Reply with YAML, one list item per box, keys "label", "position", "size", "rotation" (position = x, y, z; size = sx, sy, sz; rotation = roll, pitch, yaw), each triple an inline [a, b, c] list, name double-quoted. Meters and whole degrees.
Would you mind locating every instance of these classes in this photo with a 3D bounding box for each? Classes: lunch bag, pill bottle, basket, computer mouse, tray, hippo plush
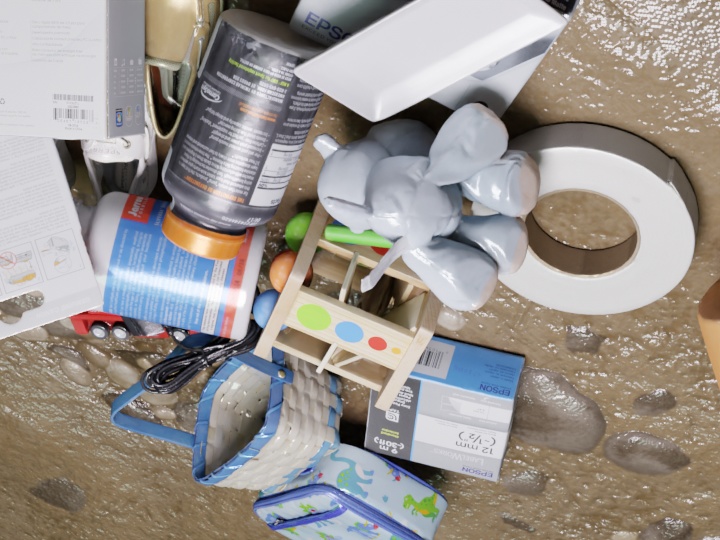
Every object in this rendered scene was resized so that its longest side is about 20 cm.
- label: "lunch bag"
  position: [-0.017, 0.254, 1.728]
  size: [0.161, 0.083, 0.200]
  rotation: [34, 153, -19]
- label: "pill bottle"
  position: [-0.191, -0.010, 1.459]
  size: [0.200, 0.112, 0.112]
  rotation: [12, 136, -4]
- label: "pill bottle"
  position: [-0.103, -0.110, 1.356]
  size: [0.106, 0.106, 0.200]
  rotation: [22, 108, -4]
- label: "basket"
  position: [-0.133, 0.141, 1.635]
  size: [0.200, 0.139, 0.176]
  rotation: [22, 139, -33]
- label: "computer mouse"
  position: [-0.176, 0.008, 1.535]
  size: [0.140, 0.200, 0.046]
  rotation: [-23, 158, -11]
- label: "tray"
  position: [0.053, -0.183, 1.266]
  size: [0.200, 0.022, 0.107]
  rotation: [-24, 147, 34]
- label: "hippo plush"
  position: [0.040, -0.050, 1.362]
  size: [0.161, 0.200, 0.160]
  rotation: [18, 136, 58]

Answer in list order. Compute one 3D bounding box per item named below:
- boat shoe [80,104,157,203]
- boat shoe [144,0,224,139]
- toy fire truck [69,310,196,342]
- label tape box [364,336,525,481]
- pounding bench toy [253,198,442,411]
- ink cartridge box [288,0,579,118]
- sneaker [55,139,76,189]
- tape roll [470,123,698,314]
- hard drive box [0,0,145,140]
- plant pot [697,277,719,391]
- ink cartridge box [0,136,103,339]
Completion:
- label: "boat shoe"
  position: [-0.222, -0.124, 1.463]
  size: [0.071, 0.069, 0.200]
  rotation: [9, 136, 10]
- label: "boat shoe"
  position: [-0.157, -0.198, 1.363]
  size: [0.072, 0.076, 0.200]
  rotation: [11, 134, 12]
- label: "toy fire truck"
  position: [-0.257, 0.005, 1.618]
  size: [0.200, 0.049, 0.141]
  rotation: [2, 133, 18]
- label: "label tape box"
  position: [0.081, 0.158, 1.643]
  size: [0.143, 0.066, 0.200]
  rotation: [13, 134, 7]
- label: "pounding bench toy"
  position: [0.000, 0.000, 1.471]
  size: [0.156, 0.124, 0.200]
  rotation: [23, 136, -4]
- label: "ink cartridge box"
  position: [0.067, -0.228, 1.283]
  size: [0.199, 0.041, 0.200]
  rotation: [25, 136, -7]
- label: "sneaker"
  position: [-0.302, -0.150, 1.467]
  size: [0.092, 0.076, 0.200]
  rotation: [-12, 131, 21]
- label: "tape roll"
  position: [0.198, -0.043, 1.424]
  size: [0.202, 0.037, 0.203]
  rotation: [9, 135, 10]
- label: "hard drive box"
  position: [-0.260, -0.211, 1.314]
  size: [0.156, 0.077, 0.200]
  rotation: [5, 100, 17]
- label: "plant pot"
  position: [0.381, 0.060, 1.368]
  size: [0.200, 0.200, 0.140]
  rotation: [-24, 104, 36]
- label: "ink cartridge box"
  position: [-0.328, -0.039, 1.397]
  size: [0.162, 0.057, 0.200]
  rotation: [-18, 89, -8]
